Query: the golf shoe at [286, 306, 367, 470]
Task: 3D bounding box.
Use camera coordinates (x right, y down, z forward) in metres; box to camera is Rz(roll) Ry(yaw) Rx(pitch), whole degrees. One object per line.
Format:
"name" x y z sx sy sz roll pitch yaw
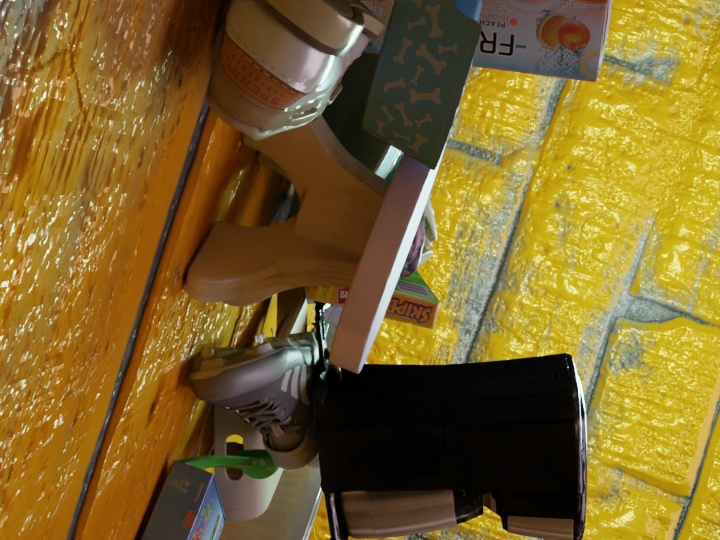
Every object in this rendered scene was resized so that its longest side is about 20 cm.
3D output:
"golf shoe" -0.016 0.109 1.010 0.201 0.090 0.076 -75 169 -48

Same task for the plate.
"plate" 0.002 -0.108 0.862 0.201 0.025 0.201 -51 -155 35

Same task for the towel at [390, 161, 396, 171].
"towel" 0.023 -0.175 0.978 0.191 0.032 0.202 176 -67 -72

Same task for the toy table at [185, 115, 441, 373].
"toy table" -0.024 -0.033 0.687 0.201 0.116 0.185 -66 174 -59

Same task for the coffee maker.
"coffee maker" 0.070 0.118 0.823 0.135 0.197 0.194 -85 168 -52

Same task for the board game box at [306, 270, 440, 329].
"board game box" 0.000 0.000 0.867 0.200 0.094 0.030 -110 -145 -74

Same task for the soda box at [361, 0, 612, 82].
"soda box" 0.077 -0.189 0.767 0.064 0.197 0.069 88 17 -44

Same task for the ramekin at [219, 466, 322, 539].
"ramekin" -0.110 0.281 1.143 0.200 0.104 0.203 18 90 -87

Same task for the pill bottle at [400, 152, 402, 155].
"pill bottle" 0.050 -0.193 1.124 0.112 0.111 0.202 -22 129 -86

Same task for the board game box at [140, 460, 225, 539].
"board game box" -0.148 0.239 0.822 0.200 0.036 0.153 104 6 -68

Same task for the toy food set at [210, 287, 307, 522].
"toy food set" -0.094 0.112 0.996 0.201 0.060 0.145 -69 165 -59

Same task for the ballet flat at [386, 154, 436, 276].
"ballet flat" 0.032 -0.038 0.885 0.069 0.071 0.200 -38 -170 16

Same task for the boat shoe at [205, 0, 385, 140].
"boat shoe" -0.036 -0.112 0.521 0.069 0.074 0.200 -52 -176 15

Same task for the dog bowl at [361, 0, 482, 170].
"dog bowl" 0.047 -0.160 0.615 0.112 0.049 0.202 112 -7 -81

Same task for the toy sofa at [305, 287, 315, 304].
"toy sofa" -0.007 -0.031 1.070 0.200 0.082 0.099 -50 134 -82

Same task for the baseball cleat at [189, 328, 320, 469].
"baseball cleat" -0.062 0.097 0.791 0.200 0.069 0.108 -6 86 -72

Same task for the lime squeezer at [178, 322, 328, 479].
"lime squeezer" -0.076 0.124 0.888 0.037 0.071 0.200 -14 -159 42
